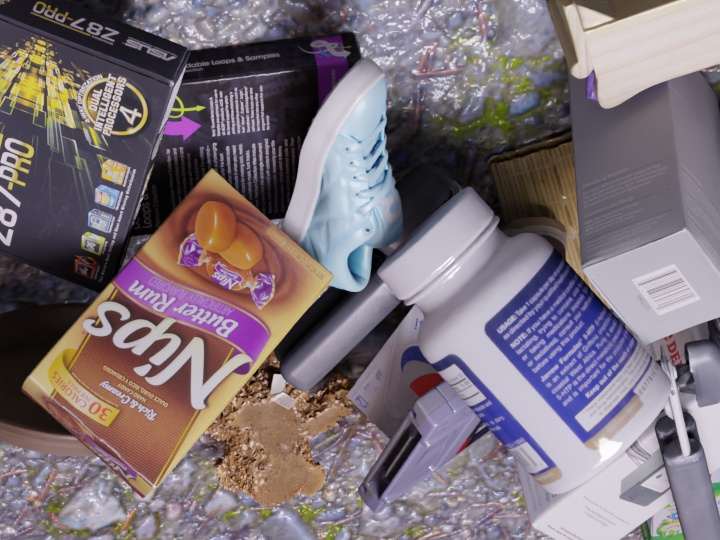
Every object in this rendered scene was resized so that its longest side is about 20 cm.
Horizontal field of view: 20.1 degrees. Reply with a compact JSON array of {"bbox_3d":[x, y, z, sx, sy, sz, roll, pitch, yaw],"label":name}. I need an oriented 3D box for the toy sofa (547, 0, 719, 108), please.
[{"bbox_3d":[0.228,-0.197,1.389,0.198,0.083,0.098,-19,134,5],"label":"toy sofa"}]

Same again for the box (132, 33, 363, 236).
[{"bbox_3d":[-0.097,-0.094,1.452,0.198,0.036,0.144,-8,136,-8],"label":"box"}]

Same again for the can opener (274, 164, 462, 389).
[{"bbox_3d":[0.000,0.000,1.528,0.067,0.053,0.200,38,105,-29],"label":"can opener"}]

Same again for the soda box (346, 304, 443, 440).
[{"bbox_3d":[0.063,0.056,1.572,0.068,0.063,0.200,-40,171,-38],"label":"soda box"}]

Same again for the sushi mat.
[{"bbox_3d":[0.165,-0.032,1.596,0.095,0.012,0.201,-17,136,5],"label":"sushi mat"}]

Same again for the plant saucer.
[{"bbox_3d":[-0.207,0.082,1.489,0.198,0.200,0.030,-1,116,-13],"label":"plant saucer"}]

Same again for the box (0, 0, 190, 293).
[{"bbox_3d":[-0.217,-0.093,1.379,0.160,0.049,0.201,23,130,-2],"label":"box"}]

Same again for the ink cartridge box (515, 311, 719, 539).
[{"bbox_3d":[0.223,0.117,1.669,0.084,0.146,0.200,31,121,-33],"label":"ink cartridge box"}]

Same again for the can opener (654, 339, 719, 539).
[{"bbox_3d":[0.262,0.132,1.552,0.066,0.054,0.201,-15,132,7],"label":"can opener"}]

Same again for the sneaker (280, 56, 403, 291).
[{"bbox_3d":[0.002,-0.063,1.414,0.082,0.074,0.201,30,142,10],"label":"sneaker"}]

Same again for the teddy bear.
[{"bbox_3d":[-0.078,0.098,1.646,0.144,0.067,0.201,-26,130,0],"label":"teddy bear"}]

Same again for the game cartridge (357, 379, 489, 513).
[{"bbox_3d":[0.074,0.116,1.582,0.129,0.039,0.200,-29,164,-24],"label":"game cartridge"}]

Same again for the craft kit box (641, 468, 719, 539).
[{"bbox_3d":[0.354,0.175,1.839,0.198,0.049,0.198,-10,134,-3],"label":"craft kit box"}]

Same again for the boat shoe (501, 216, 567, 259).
[{"bbox_3d":[0.121,0.040,1.611,0.071,0.065,0.201,7,141,-9],"label":"boat shoe"}]

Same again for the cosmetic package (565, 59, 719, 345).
[{"bbox_3d":[0.206,-0.066,1.432,0.090,0.201,0.107,-22,135,23],"label":"cosmetic package"}]

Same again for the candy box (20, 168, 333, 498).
[{"bbox_3d":[-0.126,0.043,1.403,0.117,0.200,0.056,40,161,-2],"label":"candy box"}]

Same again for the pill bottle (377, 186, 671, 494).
[{"bbox_3d":[0.110,0.045,1.414,0.120,0.120,0.200,-40,95,26],"label":"pill bottle"}]

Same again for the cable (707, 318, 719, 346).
[{"bbox_3d":[0.363,0.021,1.606,0.199,0.165,0.051,-17,-179,-25],"label":"cable"}]
